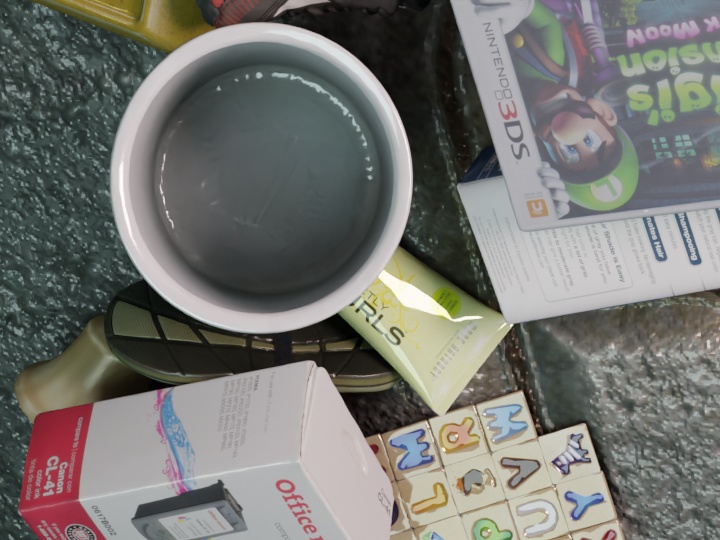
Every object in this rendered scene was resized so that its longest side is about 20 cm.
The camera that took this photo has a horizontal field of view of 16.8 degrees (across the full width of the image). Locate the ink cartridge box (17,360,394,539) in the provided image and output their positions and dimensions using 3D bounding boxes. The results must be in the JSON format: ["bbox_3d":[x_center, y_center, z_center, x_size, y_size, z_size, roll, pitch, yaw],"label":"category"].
[{"bbox_3d":[-0.097,0.147,1.557,0.199,0.086,0.148,-11,135,21],"label":"ink cartridge box"}]

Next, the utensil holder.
[{"bbox_3d":[-0.058,-0.054,1.432,0.169,0.200,0.171,0,92,-2],"label":"utensil holder"}]

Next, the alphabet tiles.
[{"bbox_3d":[0.070,0.176,1.604,0.199,0.006,0.167,-18,93,12],"label":"alphabet tiles"}]

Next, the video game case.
[{"bbox_3d":[0.158,-0.115,1.361,0.199,0.023,0.183,-7,116,26],"label":"video game case"}]

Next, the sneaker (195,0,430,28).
[{"bbox_3d":[-0.011,-0.182,1.452,0.200,0.071,0.098,-29,101,31],"label":"sneaker"}]

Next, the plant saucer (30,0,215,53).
[{"bbox_3d":[-0.175,-0.238,1.504,0.199,0.048,0.201,21,124,11],"label":"plant saucer"}]

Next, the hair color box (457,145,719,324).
[{"bbox_3d":[0.169,-0.038,1.462,0.199,0.061,0.101,-10,113,27],"label":"hair color box"}]

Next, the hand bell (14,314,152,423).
[{"bbox_3d":[-0.141,0.021,1.621,0.104,0.104,0.201,33,113,2],"label":"hand bell"}]

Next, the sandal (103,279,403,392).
[{"bbox_3d":[-0.069,0.056,1.578,0.199,0.080,0.057,9,143,-7],"label":"sandal"}]

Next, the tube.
[{"bbox_3d":[0.000,0.000,1.559,0.200,0.052,0.058,40,124,-2],"label":"tube"}]
